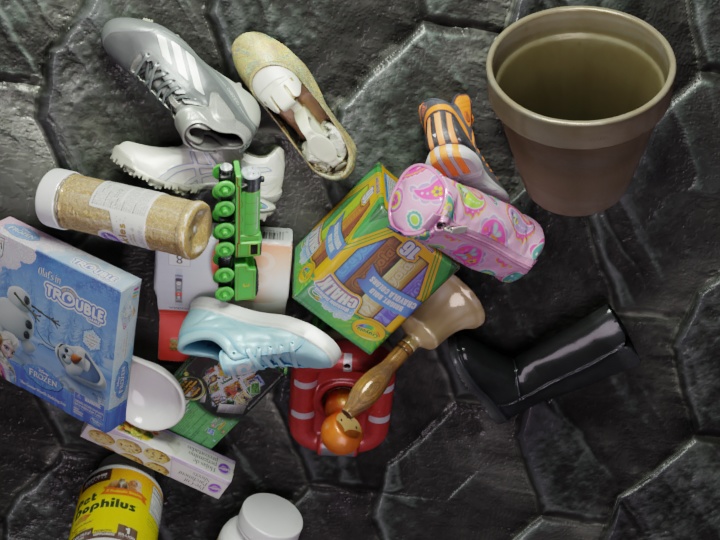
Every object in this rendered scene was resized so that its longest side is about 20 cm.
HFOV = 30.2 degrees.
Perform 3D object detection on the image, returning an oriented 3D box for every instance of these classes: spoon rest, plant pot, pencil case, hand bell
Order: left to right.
[{"bbox_3d":[-0.287,0.114,1.628,0.099,0.061,0.201,-21,108,24],"label":"spoon rest"},{"bbox_3d":[0.047,0.097,1.564,0.200,0.104,0.104,-47,119,-24],"label":"hand bell"},{"bbox_3d":[0.117,-0.048,1.461,0.087,0.088,0.200,-45,140,20],"label":"pencil case"},{"bbox_3d":[0.238,-0.159,1.453,0.199,0.201,0.174,-6,135,2],"label":"plant pot"}]

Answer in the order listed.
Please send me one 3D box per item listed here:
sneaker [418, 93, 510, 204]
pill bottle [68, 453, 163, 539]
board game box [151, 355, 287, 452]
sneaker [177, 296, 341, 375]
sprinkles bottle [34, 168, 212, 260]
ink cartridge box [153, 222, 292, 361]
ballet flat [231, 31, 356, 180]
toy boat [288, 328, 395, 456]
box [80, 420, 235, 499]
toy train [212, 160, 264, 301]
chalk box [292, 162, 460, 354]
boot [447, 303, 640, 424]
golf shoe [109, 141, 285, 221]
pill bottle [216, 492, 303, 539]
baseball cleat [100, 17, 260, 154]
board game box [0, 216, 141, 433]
[{"bbox_3d":[0.119,-0.133,1.515,0.077,0.113,0.200,-11,154,11],"label":"sneaker"},{"bbox_3d":[-0.308,0.321,1.683,0.109,0.200,0.110,-1,120,-2],"label":"pill bottle"},{"bbox_3d":[-0.191,0.157,1.681,0.105,0.024,0.200,34,121,-20],"label":"board game box"},{"bbox_3d":[-0.122,0.096,1.555,0.199,0.082,0.074,12,149,22],"label":"sneaker"},{"bbox_3d":[-0.267,-0.064,1.499,0.199,0.068,0.069,13,122,21],"label":"sprinkles bottle"},{"bbox_3d":[-0.169,0.039,1.617,0.161,0.050,0.201,4,116,-4],"label":"ink cartridge box"},{"bbox_3d":[-0.071,-0.179,1.487,0.071,0.071,0.200,-32,115,15],"label":"ballet flat"},{"bbox_3d":[-0.022,0.169,1.636,0.130,0.131,0.201,3,129,-4],"label":"toy boat"},{"bbox_3d":[-0.257,0.228,1.700,0.199,0.039,0.041,28,126,-14],"label":"box"},{"bbox_3d":[-0.138,-0.042,1.503,0.056,0.042,0.201,-4,134,-10],"label":"toy train"},{"bbox_3d":[0.000,0.000,1.557,0.124,0.125,0.200,38,111,-21],"label":"chalk box"},{"bbox_3d":[0.226,0.098,1.645,0.199,0.066,0.165,-24,135,17],"label":"boot"},{"bbox_3d":[-0.181,-0.129,1.520,0.199,0.078,0.098,15,101,-17],"label":"golf shoe"},{"bbox_3d":[-0.148,0.401,1.784,0.112,0.113,0.201,17,118,-11],"label":"pill bottle"},{"bbox_3d":[-0.199,-0.199,1.442,0.199,0.107,0.070,29,129,-11],"label":"baseball cleat"},{"bbox_3d":[-0.357,0.064,1.573,0.199,0.043,0.200,23,120,21],"label":"board game box"}]
